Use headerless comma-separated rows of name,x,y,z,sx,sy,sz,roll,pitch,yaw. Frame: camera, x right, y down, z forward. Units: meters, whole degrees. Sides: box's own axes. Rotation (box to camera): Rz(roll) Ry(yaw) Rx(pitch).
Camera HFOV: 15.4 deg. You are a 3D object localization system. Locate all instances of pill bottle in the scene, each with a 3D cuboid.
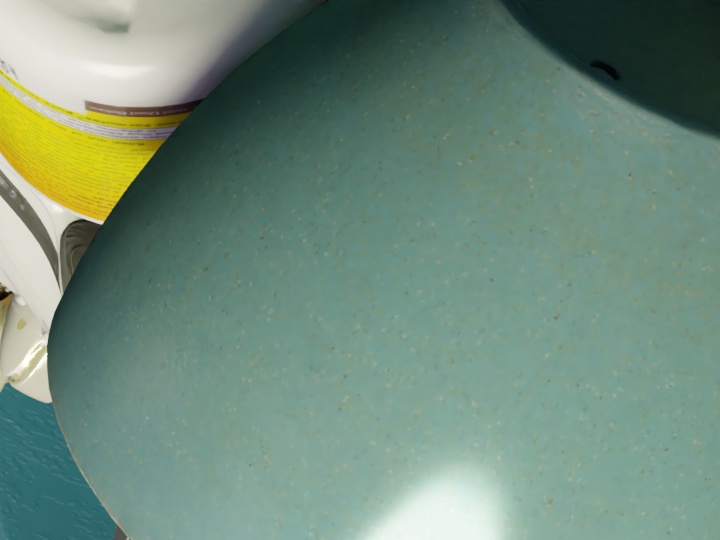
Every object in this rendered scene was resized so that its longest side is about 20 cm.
pill bottle,-0.062,-0.076,0.765,0.109,0.110,0.200,22,167,1

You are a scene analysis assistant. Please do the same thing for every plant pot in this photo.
plant pot,0.041,-0.003,0.634,0.199,0.200,0.135,25,119,-3

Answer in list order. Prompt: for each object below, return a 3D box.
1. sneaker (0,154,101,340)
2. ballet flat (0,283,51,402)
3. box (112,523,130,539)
sneaker,-0.103,-0.012,0.923,0.115,0.076,0.201,-12,109,61
ballet flat,-0.130,0.024,1.012,0.200,0.075,0.068,-17,130,45
box,0.039,0.064,0.706,0.199,0.156,0.041,21,118,-8
